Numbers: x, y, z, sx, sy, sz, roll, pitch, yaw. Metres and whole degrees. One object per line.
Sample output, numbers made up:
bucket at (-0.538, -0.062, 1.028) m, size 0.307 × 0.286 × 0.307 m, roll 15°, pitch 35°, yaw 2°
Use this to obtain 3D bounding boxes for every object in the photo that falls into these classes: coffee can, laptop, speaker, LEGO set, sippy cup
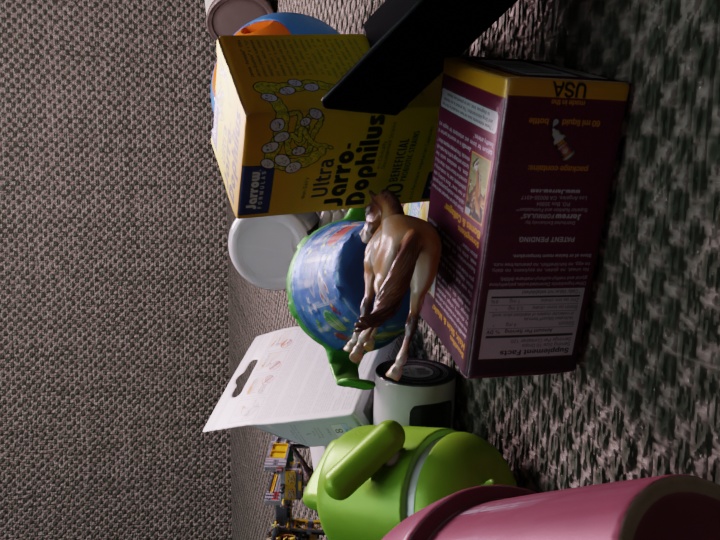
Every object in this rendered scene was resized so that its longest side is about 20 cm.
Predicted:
coffee can at (-0.269, -0.604, 1.735) m, size 0.146 × 0.146 × 0.200 m, roll 109°, pitch 155°, yaw -52°
laptop at (0.049, -0.207, 0.557) m, size 0.177 × 0.103 × 0.200 m, roll -40°, pitch 43°, yaw 26°
speaker at (0.050, 0.194, 0.790) m, size 0.081 × 0.081 × 0.200 m, roll -141°, pitch 51°, yaw -70°
LEGO set at (-0.070, 0.321, 1.108) m, size 0.116 × 0.154 × 0.200 m, roll -83°, pitch 3°, yaw -76°
sippy cup at (0.008, 0.010, 0.741) m, size 0.178 × 0.140 × 0.130 m, roll 64°, pitch 164°, yaw -2°

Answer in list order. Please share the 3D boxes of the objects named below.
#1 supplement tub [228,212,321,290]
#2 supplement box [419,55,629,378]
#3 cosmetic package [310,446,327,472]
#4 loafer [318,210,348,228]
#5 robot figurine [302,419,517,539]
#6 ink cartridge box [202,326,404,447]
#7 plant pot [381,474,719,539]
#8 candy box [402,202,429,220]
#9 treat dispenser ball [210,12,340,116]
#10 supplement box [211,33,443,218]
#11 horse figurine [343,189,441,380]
supplement tub at (-0.096, -0.060, 1.112) m, size 0.200 × 0.122 × 0.123 m, roll -58°, pitch -26°, yaw -67°
supplement box at (0.104, -0.039, 0.553) m, size 0.110 × 0.086 × 0.200 m, roll -124°, pitch 35°, yaw -64°
cosmetic package at (-0.006, 0.186, 0.946) m, size 0.085 × 0.107 × 0.200 m, roll 108°, pitch 156°, yaw -52°
loafer at (-0.019, -0.020, 1.034) m, size 0.070 × 0.070 × 0.200 m, roll 52°, pitch -137°, yaw -72°
robot figurine at (0.045, 0.190, 0.667) m, size 0.200 × 0.176 × 0.116 m, roll -6°, pitch 40°, yaw 43°
ink cartridge box at (-0.058, 0.125, 0.885) m, size 0.047 × 0.200 × 0.160 m, roll 60°, pitch -146°, yaw -28°
plant pot at (0.113, 0.190, 0.391) m, size 0.179 × 0.200 × 0.200 m, roll -48°, pitch 43°, yaw 46°
candy box at (0.071, -0.113, 0.779) m, size 0.102 × 0.026 × 0.200 m, roll -114°, pitch 26°, yaw -45°
treat dispenser ball at (-0.093, -0.231, 1.036) m, size 0.201 × 0.201 × 0.201 m, roll 178°, pitch 90°, yaw -75°
supplement box at (-0.018, -0.127, 0.682) m, size 0.109 × 0.200 × 0.110 m, roll 104°, pitch 151°, yaw -45°
horse figurine at (0.021, 0.004, 0.583) m, size 0.200 × 0.050 × 0.133 m, roll -155°, pitch 81°, yaw -85°
